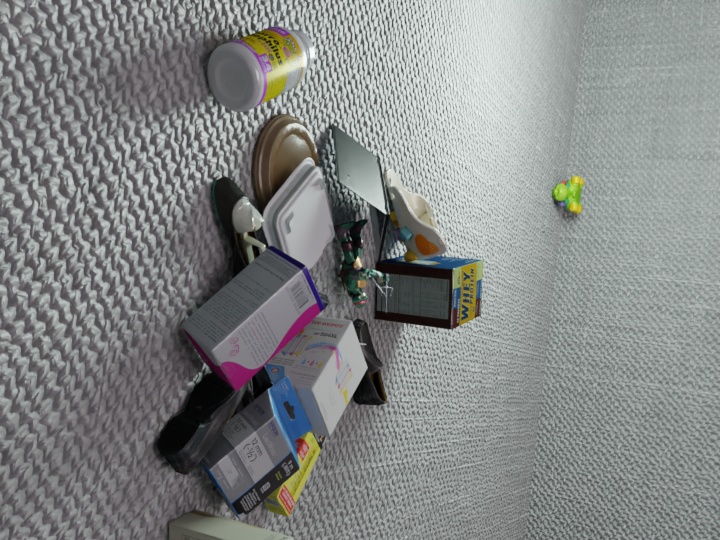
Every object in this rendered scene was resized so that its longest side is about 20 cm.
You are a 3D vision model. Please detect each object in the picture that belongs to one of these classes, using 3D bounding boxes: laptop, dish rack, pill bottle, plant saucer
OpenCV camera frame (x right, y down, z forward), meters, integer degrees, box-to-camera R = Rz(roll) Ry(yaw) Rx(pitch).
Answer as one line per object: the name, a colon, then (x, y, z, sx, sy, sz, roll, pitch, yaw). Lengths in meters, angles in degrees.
laptop: (-0.008, -0.155, 1.561, 0.190, 0.112, 0.203, -96, -168, -46)
dish rack: (-0.102, -0.082, 1.407, 0.173, 0.043, 0.203, -56, 152, -32)
pill bottle: (-0.153, -0.335, 1.254, 0.200, 0.102, 0.107, -44, 132, -51)
plant saucer: (-0.129, -0.181, 1.407, 0.199, 0.029, 0.206, -20, 113, -61)

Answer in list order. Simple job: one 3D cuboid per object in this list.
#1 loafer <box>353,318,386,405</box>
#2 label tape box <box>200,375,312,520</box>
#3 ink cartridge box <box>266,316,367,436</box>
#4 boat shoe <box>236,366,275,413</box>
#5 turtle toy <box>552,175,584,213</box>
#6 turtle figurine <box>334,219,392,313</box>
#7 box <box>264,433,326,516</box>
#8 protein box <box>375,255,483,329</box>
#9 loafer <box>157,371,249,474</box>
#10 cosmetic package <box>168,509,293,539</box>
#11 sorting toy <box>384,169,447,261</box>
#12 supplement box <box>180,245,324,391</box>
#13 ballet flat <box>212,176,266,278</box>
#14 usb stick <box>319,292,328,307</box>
loafer: (0.019, 0.202, 1.691, 0.073, 0.071, 0.205, -41, 129, -51)
label tape box: (-0.164, 0.299, 1.303, 0.198, 0.066, 0.145, -36, 131, -20)
ink cartridge box: (-0.083, 0.184, 1.453, 0.202, 0.126, 0.127, -58, 142, -41)
boat shoe: (-0.176, 0.220, 1.344, 0.072, 0.066, 0.204, -50, 136, -47)
turtle toy: (0.852, -0.314, 3.167, 0.199, 0.099, 0.150, 2, 93, -61)
turtle figurine: (0.000, 0.000, 1.608, 0.150, 0.098, 0.206, -19, 95, -78)
box: (-0.125, 0.361, 1.483, 0.202, 0.049, 0.076, -61, 144, -37)
protein box: (0.164, 0.044, 1.820, 0.197, 0.195, 0.139, -13, 107, -60)
loafer: (-0.241, 0.231, 1.228, 0.200, 0.072, 0.073, -48, 143, -33)
cosmetic package: (-0.202, 0.451, 1.195, 0.071, 0.195, 0.108, -7, 102, -61)
sorting toy: (0.107, -0.139, 1.779, 0.182, 0.105, 0.201, 61, 8, -27)
supplement box: (-0.169, 0.074, 1.229, 0.200, 0.102, 0.103, -43, 135, -22)
ballet flat: (-0.187, -0.059, 1.275, 0.068, 0.067, 0.205, -46, 133, -48)
usb stick: (-0.123, 0.047, 1.435, 0.199, 0.055, 0.033, 26, 36, -60)
